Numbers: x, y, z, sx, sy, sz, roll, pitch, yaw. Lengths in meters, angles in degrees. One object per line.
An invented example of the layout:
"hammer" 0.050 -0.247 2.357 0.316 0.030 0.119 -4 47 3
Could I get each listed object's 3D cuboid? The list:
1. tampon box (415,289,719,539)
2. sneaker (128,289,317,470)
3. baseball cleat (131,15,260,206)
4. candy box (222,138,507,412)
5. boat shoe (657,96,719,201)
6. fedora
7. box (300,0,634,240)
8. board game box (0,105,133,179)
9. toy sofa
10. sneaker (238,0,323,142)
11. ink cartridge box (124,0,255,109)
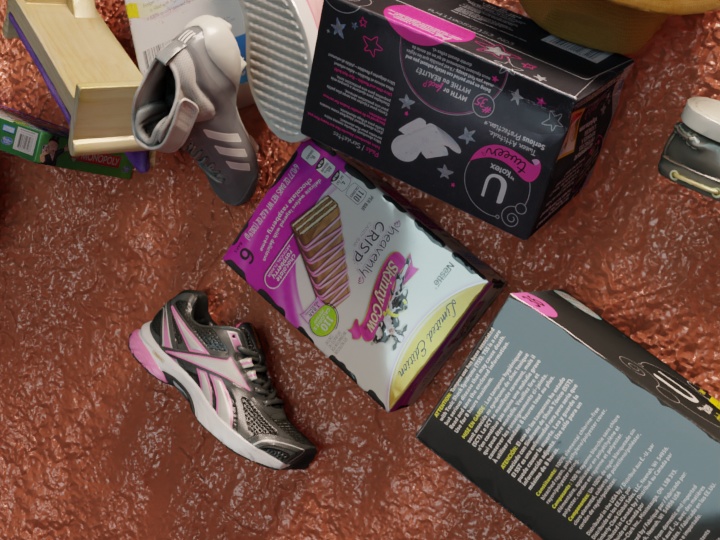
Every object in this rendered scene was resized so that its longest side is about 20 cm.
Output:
"tampon box" 0.170 0.119 0.691 0.200 0.150 0.126 37 104 19
"sneaker" -0.111 0.090 0.856 0.200 0.080 0.086 39 93 13
"baseball cleat" -0.136 -0.111 0.798 0.070 0.200 0.106 32 58 26
"candy box" 0.000 0.000 0.815 0.200 0.061 0.137 40 104 18
"boat shoe" 0.306 -0.050 0.681 0.201 0.072 0.060 31 122 13
"fedora" 0.171 -0.219 0.710 0.200 0.201 0.082 34 138 20
"box" 0.077 -0.128 0.733 0.200 0.132 0.115 28 124 20
"board game box" -0.329 -0.132 0.918 0.199 0.135 0.029 20 97 22
"toy sofa" -0.246 -0.172 0.866 0.200 0.083 0.098 53 136 35
"sneaker" -0.046 -0.207 0.815 0.075 0.105 0.201 -17 88 38
"ink cartridge box" -0.145 -0.243 0.875 0.116 0.067 0.201 -15 84 23
